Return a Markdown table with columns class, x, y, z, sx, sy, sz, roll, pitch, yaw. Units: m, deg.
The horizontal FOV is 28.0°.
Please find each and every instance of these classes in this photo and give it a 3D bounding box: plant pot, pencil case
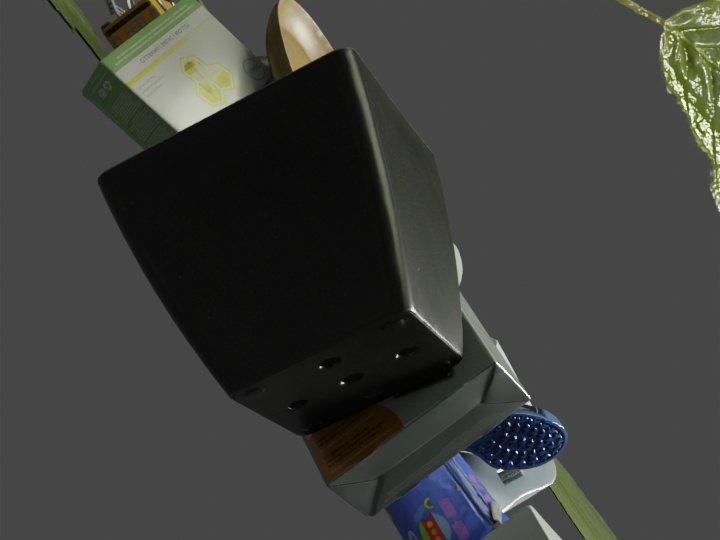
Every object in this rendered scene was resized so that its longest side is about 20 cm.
| class | x | y | z | sx | sy | sz | roll | pitch | yaw |
| --- | --- | --- | --- | --- | --- | --- | --- | --- | --- |
| plant pot | -0.035 | -0.149 | 1.295 | 0.200 | 0.027 | 0.200 | 57 | 17 | -29 |
| pencil case | 0.052 | 0.168 | 1.164 | 0.078 | 0.087 | 0.200 | -12 | 61 | -47 |
| plant pot | -0.034 | 0.000 | 1.009 | 0.200 | 0.199 | 0.178 | 42 | 25 | -64 |

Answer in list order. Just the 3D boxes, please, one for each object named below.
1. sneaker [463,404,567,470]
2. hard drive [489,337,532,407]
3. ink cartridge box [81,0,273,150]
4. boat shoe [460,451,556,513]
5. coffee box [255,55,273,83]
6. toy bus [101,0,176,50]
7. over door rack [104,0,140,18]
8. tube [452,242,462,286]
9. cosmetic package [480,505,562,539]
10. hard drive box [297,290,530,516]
| class | x | y | z | sx | sy | sz | roll | pitch | yaw |
| --- | --- | --- | --- | --- | --- | --- | --- | --- | --- |
| sneaker | 0.094 | 0.128 | 1.312 | 0.199 | 0.070 | 0.078 | 12 | 31 | -27 |
| hard drive | 0.126 | 0.168 | 1.466 | 0.027 | 0.132 | 0.200 | 19 | -21 | 29 |
| ink cartridge box | -0.115 | -0.122 | 1.202 | 0.200 | 0.048 | 0.146 | 42 | 41 | -3 |
| boat shoe | 0.097 | 0.209 | 1.361 | 0.201 | 0.086 | 0.075 | -11 | 67 | -52 |
| coffee box | -0.099 | -0.131 | 1.343 | 0.115 | 0.080 | 0.200 | 55 | 30 | 10 |
| toy bus | -0.210 | -0.239 | 1.515 | 0.078 | 0.065 | 0.200 | 55 | 5 | -5 |
| over door rack | -0.279 | -0.357 | 1.634 | 0.200 | 0.066 | 0.148 | 55 | 5 | 8 |
| tube | 0.000 | 0.000 | 1.381 | 0.052 | 0.199 | 0.058 | -29 | 110 | -53 |
| cosmetic package | 0.145 | 0.283 | 1.112 | 0.200 | 0.113 | 0.081 | 51 | 6 | -41 |
| hard drive box | 0.011 | 0.059 | 1.113 | 0.077 | 0.156 | 0.200 | 45 | 10 | -51 |
